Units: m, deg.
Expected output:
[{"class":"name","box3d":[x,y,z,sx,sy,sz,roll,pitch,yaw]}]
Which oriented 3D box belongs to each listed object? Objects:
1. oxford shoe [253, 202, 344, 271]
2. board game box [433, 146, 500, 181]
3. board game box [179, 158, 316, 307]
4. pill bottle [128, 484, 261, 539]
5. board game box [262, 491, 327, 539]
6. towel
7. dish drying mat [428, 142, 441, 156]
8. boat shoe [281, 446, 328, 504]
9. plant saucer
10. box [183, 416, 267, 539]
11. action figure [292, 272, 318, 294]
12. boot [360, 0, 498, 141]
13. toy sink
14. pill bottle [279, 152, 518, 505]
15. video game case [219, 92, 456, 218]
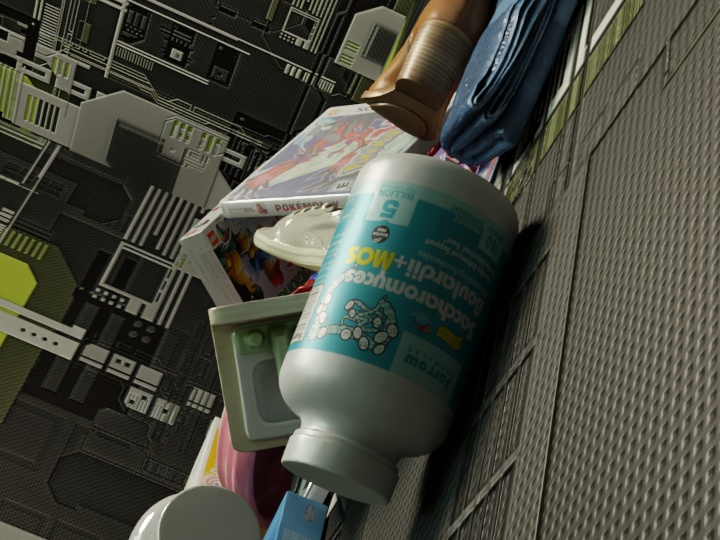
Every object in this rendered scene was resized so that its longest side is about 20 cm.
[{"class":"oxford shoe","box3d":[-0.032,-0.028,1.023,0.200,0.075,0.058,8,82,65]},{"class":"board game box","box3d":[0.042,-0.041,0.994,0.158,0.039,0.201,-13,52,65]},{"class":"board game box","box3d":[-0.098,-0.024,1.236,0.034,0.127,0.200,-19,19,31]},{"class":"pill bottle","box3d":[-0.143,0.250,0.994,0.200,0.111,0.111,121,171,-55]},{"class":"board game box","box3d":[-0.091,0.312,1.032,0.153,0.040,0.201,-78,12,-62]},{"class":"towel","box3d":[0.120,-0.180,0.915,0.201,0.048,0.112,-66,9,-13]},{"class":"dish drying mat","box3d":[0.076,-0.136,1.374,0.200,0.018,0.077,180,112,-83]},{"class":"boat shoe","box3d":[-0.045,0.145,1.129,0.070,0.066,0.201,123,169,-60]},{"class":"plant saucer","box3d":[-0.086,0.150,1.188,0.200,0.051,0.202,13,-90,-73]},{"class":"box","box3d":[-0.145,0.266,1.360,0.200,0.112,0.102,-90,24,-73]},{"class":"action figure","box3d":[0.000,0.000,1.164,0.052,0.066,0.200,-29,10,33]},{"class":"boot","box3d":[0.071,-0.203,1.043,0.156,0.076,0.200,-61,0,-9]},{"class":"toy sink","box3d":[-0.049,0.077,0.963,0.200,0.130,0.113,153,108,-82]},{"class":"pill bottle","box3d":[0.019,0.037,0.743,0.111,0.110,0.201,130,162,-71]},{"class":"video game case","box3d":[-0.013,-0.113,1.169,0.182,0.023,0.200,-1,33,40]}]
